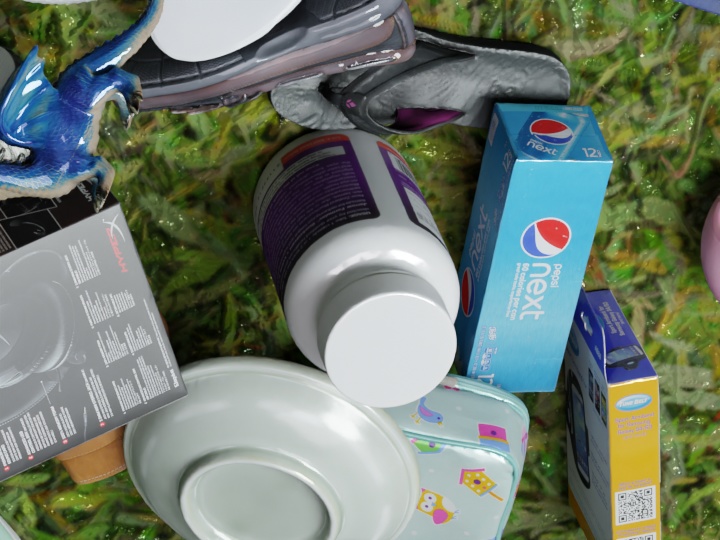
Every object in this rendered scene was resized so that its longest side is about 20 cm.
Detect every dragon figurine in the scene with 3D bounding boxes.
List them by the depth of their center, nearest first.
[{"bbox_3d":[-0.184,-0.097,1.534,0.099,0.059,0.200,21,86,-9],"label":"dragon figurine"}]

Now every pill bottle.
[{"bbox_3d":[0.000,0.000,1.641,0.111,0.200,0.112,-5,120,-9],"label":"pill bottle"}]

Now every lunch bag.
[{"bbox_3d":[0.023,0.144,1.765,0.160,0.077,0.200,15,135,0],"label":"lunch bag"}]

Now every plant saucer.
[{"bbox_3d":[-0.063,0.142,1.696,0.200,0.050,0.200,8,134,8],"label":"plant saucer"}]

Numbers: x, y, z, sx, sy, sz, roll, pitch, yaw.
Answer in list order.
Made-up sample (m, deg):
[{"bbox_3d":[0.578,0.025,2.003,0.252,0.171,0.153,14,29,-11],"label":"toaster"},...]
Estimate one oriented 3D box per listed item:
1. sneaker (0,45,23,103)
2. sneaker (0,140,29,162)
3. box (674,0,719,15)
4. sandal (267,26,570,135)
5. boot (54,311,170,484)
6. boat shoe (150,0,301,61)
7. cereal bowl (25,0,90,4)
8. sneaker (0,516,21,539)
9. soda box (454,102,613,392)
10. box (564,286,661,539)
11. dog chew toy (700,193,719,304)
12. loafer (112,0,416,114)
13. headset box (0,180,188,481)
[{"bbox_3d":[-0.285,-0.125,1.526,0.200,0.074,0.079,7,148,-33],"label":"sneaker"},{"bbox_3d":[-0.263,-0.068,1.613,0.200,0.082,0.078,13,116,-20],"label":"sneaker"},{"bbox_3d":[0.225,-0.229,1.660,0.200,0.032,0.121,14,115,-21],"label":"box"},{"bbox_3d":[0.041,-0.119,1.671,0.200,0.048,0.075,0,119,-12],"label":"sandal"},{"bbox_3d":[-0.219,0.078,1.721,0.200,0.077,0.155,-25,126,-6],"label":"boot"},{"bbox_3d":[-0.045,-0.202,1.593,0.200,0.068,0.072,-44,86,5],"label":"boat shoe"},{"bbox_3d":[-0.176,-0.244,1.532,0.200,0.083,0.200,-6,120,-10],"label":"cereal bowl"},{"bbox_3d":[-0.284,0.175,1.726,0.074,0.118,0.200,-33,120,9],"label":"sneaker"},{"bbox_3d":[0.109,-0.012,1.720,0.068,0.064,0.200,0,130,-13],"label":"soda box"},{"bbox_3d":[0.174,0.109,1.790,0.041,0.119,0.200,-7,121,-9],"label":"box"},{"bbox_3d":[0.320,0.010,1.771,0.125,0.125,0.200,-40,128,11],"label":"dog chew toy"},{"bbox_3d":[-0.061,-0.129,1.621,0.200,0.072,0.063,-18,128,11],"label":"loafer"},{"bbox_3d":[-0.227,0.045,1.605,0.200,0.077,0.149,-25,121,-11],"label":"headset box"}]
